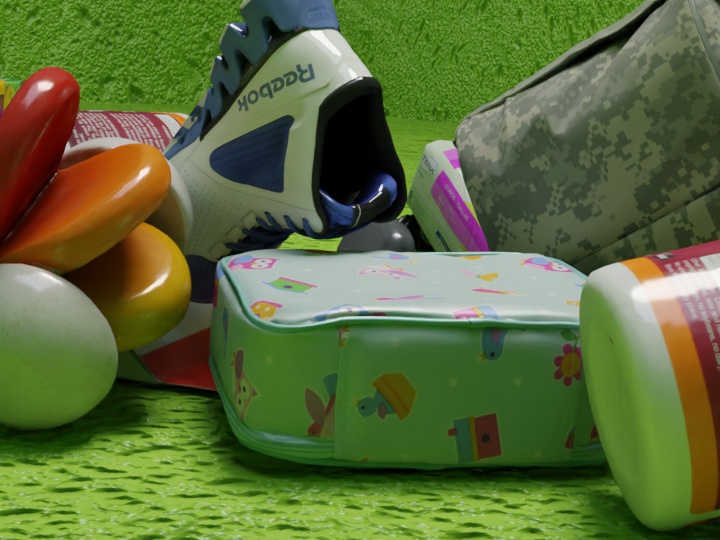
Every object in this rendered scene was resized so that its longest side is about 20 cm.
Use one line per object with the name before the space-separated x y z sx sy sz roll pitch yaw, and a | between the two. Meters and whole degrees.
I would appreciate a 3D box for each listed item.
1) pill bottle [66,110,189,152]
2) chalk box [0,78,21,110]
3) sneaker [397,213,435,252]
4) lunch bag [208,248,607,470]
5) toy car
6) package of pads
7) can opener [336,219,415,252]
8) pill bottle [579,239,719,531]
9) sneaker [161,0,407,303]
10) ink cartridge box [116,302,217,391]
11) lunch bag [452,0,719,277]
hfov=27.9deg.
pill bottle | -0.221 -0.070 1.146 0.199 0.116 0.114 -4 12 -42
chalk box | -0.390 -0.117 1.334 0.123 0.126 0.200 6 11 11
sneaker | 0.066 -0.002 1.059 0.198 0.076 0.076 -11 -20 -34
lunch bag | 0.029 0.038 0.704 0.198 0.078 0.160 2 12 -15
toy car | -0.180 -0.029 0.690 0.198 0.151 0.176 6 36 10
package of pads | 0.150 -0.019 0.990 0.198 0.069 0.155 0 38 -25
can opener | 0.000 0.000 0.892 0.053 0.067 0.200 25 -1 -12
pill bottle | 0.198 0.032 0.592 0.198 0.111 0.110 -12 11 -4
sneaker | -0.044 -0.042 0.766 0.080 0.200 0.115 -12 51 -43
ink cartridge box | -0.109 0.024 0.835 0.198 0.051 0.162 4 9 19
lunch bag | 0.163 -0.056 0.811 0.199 0.169 0.139 -29 5 38
